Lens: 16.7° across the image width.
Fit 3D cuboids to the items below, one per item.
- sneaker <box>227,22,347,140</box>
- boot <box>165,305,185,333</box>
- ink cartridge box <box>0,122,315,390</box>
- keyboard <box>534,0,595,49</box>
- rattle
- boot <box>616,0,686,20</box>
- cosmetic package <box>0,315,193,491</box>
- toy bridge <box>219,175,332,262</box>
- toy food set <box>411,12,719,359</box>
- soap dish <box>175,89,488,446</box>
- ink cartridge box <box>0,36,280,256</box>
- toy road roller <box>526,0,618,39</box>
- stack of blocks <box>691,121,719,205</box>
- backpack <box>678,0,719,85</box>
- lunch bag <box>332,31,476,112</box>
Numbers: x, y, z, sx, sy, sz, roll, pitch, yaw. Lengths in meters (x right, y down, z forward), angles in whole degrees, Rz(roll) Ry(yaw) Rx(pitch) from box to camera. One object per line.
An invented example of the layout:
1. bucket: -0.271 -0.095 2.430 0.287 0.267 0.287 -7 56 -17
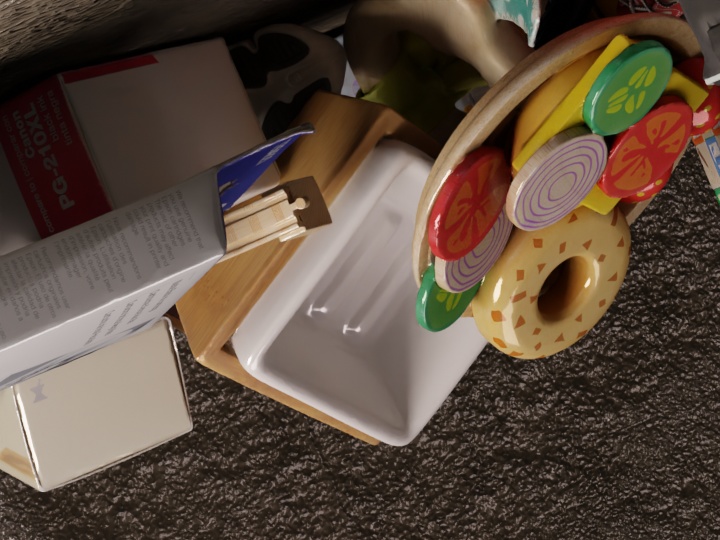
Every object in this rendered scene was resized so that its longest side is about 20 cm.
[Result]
1. sneaker: -0.091 -0.066 1.318 0.199 0.081 0.083 -26 -175 11
2. boot: -0.088 -0.012 1.403 0.165 0.073 0.200 9 160 26
3. ink cartridge box: -0.119 0.011 1.032 0.199 0.041 0.200 -25 177 -15
4. keyboard: 0.111 -0.158 1.386 0.105 0.039 0.200 -62 -178 -6
5. rattle: 0.077 -0.145 1.277 0.142 0.130 0.200 -34 158 -24
6. boot: 0.145 -0.152 1.235 0.199 0.073 0.144 -25 165 -39
7. cosmetic package: -0.189 0.058 1.417 0.105 0.072 0.200 -21 -161 -25
8. toy bridge: -0.107 0.004 1.190 0.199 0.027 0.067 -25 177 26
9. toy food set: 0.104 -0.044 1.237 0.200 0.049 0.198 -50 150 13
10. soap dish: 0.000 0.000 1.293 0.158 0.081 0.200 -53 148 4
11. ink cartridge box: -0.163 -0.033 1.214 0.199 0.085 0.145 -24 179 32
12. toy road roller: 0.181 -0.161 1.529 0.199 0.123 0.146 -27 169 -36
13. stack of blocks: 0.209 -0.125 1.421 0.058 0.201 0.115 -23 179 -4
14. backpack: 0.233 -0.164 1.006 0.199 0.152 0.177 -15 178 -26
15. lunch bag: 0.019 -0.063 1.520 0.126 0.171 0.200 -25 177 -11
